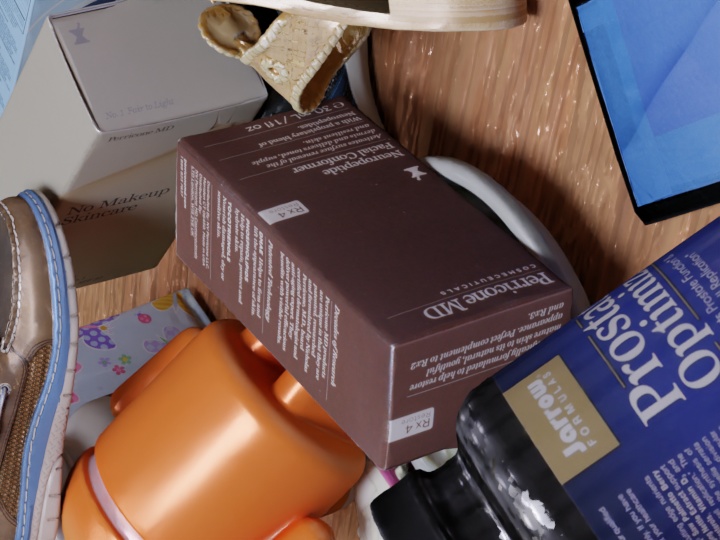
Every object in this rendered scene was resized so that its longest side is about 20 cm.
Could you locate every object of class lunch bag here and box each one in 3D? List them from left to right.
[{"bbox_3d":[-0.164,0.137,1.373,0.127,0.169,0.201,47,140,34],"label":"lunch bag"}]

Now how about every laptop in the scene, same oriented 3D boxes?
[{"bbox_3d":[0.094,-0.115,0.828,0.177,0.199,0.104,-20,51,61],"label":"laptop"}]

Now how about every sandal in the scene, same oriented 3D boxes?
[{"bbox_3d":[-0.019,-0.109,0.998,0.210,0.078,0.070,6,109,27],"label":"sandal"}]

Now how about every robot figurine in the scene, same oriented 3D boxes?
[{"bbox_3d":[-0.077,0.107,1.086,0.144,0.117,0.200,46,104,2],"label":"robot figurine"}]

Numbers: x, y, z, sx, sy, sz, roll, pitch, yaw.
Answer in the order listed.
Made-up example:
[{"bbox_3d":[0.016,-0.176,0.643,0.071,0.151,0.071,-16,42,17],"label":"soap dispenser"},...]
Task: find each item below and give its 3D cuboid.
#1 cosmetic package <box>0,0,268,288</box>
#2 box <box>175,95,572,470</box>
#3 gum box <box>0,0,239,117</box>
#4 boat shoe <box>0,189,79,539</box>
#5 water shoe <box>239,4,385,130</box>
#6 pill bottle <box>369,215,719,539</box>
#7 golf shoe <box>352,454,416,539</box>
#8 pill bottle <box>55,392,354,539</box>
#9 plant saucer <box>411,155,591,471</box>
[{"bbox_3d":[-0.137,-0.064,1.108,0.073,0.103,0.200,66,150,16],"label":"cosmetic package"},{"bbox_3d":[0.000,0.000,0.966,0.200,0.100,0.075,43,140,42],"label":"box"},{"bbox_3d":[-0.117,-0.149,1.126,0.045,0.169,0.200,61,150,22],"label":"gum box"},{"bbox_3d":[-0.190,0.058,1.060,0.072,0.072,0.202,27,116,61],"label":"boat shoe"},{"bbox_3d":[-0.033,-0.078,1.108,0.071,0.079,0.201,8,112,60],"label":"water shoe"},{"bbox_3d":[0.108,0.067,0.785,0.112,0.199,0.112,55,-178,-4],"label":"pill bottle"},{"bbox_3d":[0.020,0.157,1.091,0.092,0.075,0.200,-48,33,18],"label":"golf shoe"},{"bbox_3d":[-0.106,0.118,1.222,0.112,0.199,0.113,37,136,48],"label":"pill bottle"},{"bbox_3d":[0.070,0.037,1.018,0.200,0.050,0.201,37,136,47],"label":"plant saucer"}]
